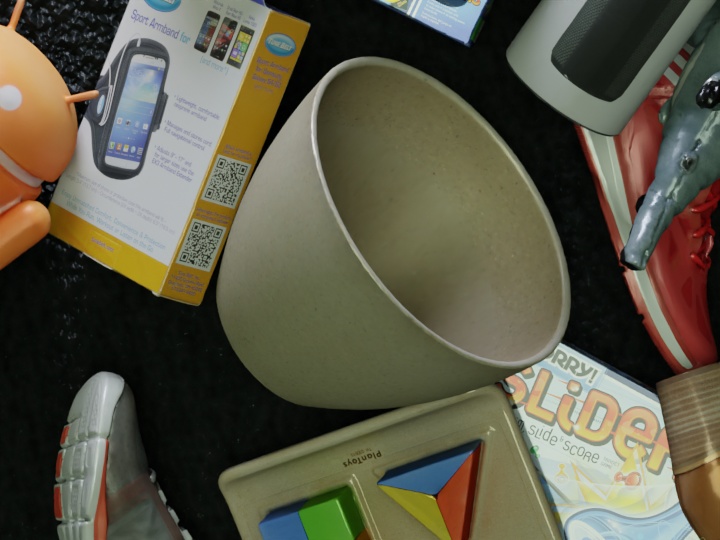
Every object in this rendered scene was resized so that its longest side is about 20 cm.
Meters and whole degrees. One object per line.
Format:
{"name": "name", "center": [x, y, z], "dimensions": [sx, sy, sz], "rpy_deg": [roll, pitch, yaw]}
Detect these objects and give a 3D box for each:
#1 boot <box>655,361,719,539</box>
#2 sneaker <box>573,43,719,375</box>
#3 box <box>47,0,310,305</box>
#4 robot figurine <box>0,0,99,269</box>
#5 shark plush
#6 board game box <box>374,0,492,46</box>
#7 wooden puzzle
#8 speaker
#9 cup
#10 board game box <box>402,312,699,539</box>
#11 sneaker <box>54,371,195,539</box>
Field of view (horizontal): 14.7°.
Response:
{"name": "boot", "center": [0.275, 0.112, 1.588], "dimensions": [0.199, 0.077, 0.156], "rpy_deg": [-15, 84, -21]}
{"name": "sneaker", "center": [0.198, -0.044, 1.612], "dimensions": [0.115, 0.078, 0.201], "rpy_deg": [-20, 93, 7]}
{"name": "box", "center": [-0.105, -0.093, 1.623], "dimensions": [0.119, 0.041, 0.201], "rpy_deg": [28, 96, 42]}
{"name": "robot figurine", "center": [-0.249, -0.067, 1.631], "dimensions": [0.200, 0.144, 0.117], "rpy_deg": [-41, 119, 7]}
{"name": "shark plush", "center": [0.187, -0.096, 1.527], "dimensions": [0.091, 0.083, 0.200], "rpy_deg": [40, 82, 12]}
{"name": "board game box", "center": [0.004, -0.234, 1.628], "dimensions": [0.199, 0.034, 0.136], "rpy_deg": [27, 94, 3]}
{"name": "wooden puzzle", "center": [0.030, 0.183, 1.629], "dimensions": [0.185, 0.046, 0.201], "rpy_deg": [-20, 100, 17]}
{"name": "speaker", "center": [0.167, -0.176, 1.528], "dimensions": [0.081, 0.081, 0.200], "rpy_deg": [36, 110, 2]}
{"name": "cup", "center": [0.000, 0.000, 1.590], "dimensions": [0.143, 0.200, 0.201], "rpy_deg": [-35, 90, 33]}
{"name": "board game box", "center": [0.143, 0.129, 1.648], "dimensions": [0.199, 0.034, 0.136], "rpy_deg": [28, 96, 3]}
{"name": "sneaker", "center": [-0.135, 0.159, 1.671], "dimensions": [0.082, 0.077, 0.201], "rpy_deg": [-2, 95, -22]}
